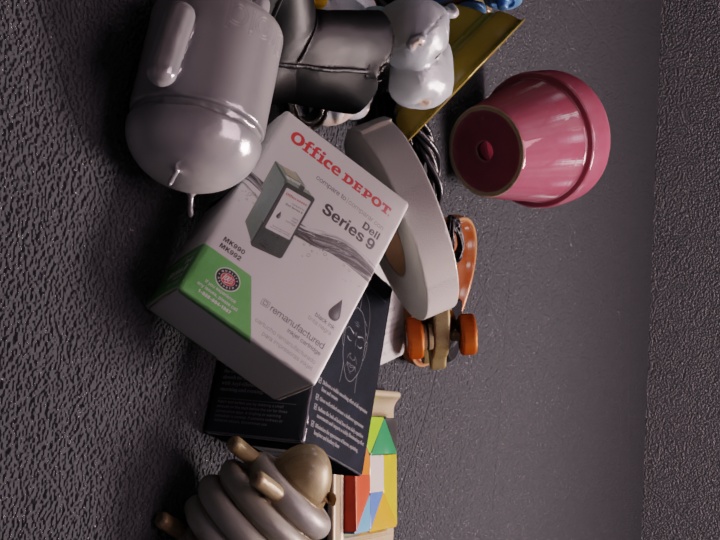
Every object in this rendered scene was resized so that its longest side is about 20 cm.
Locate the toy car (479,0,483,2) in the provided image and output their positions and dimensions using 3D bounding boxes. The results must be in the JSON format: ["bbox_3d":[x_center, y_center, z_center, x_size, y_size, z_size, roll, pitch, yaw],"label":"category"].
[{"bbox_3d":[0.165,-0.458,1.653,0.158,0.163,0.202,1,78,-67],"label":"toy car"}]

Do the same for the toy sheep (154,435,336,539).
[{"bbox_3d":[-0.102,0.231,1.105,0.200,0.138,0.138,-43,149,1],"label":"toy sheep"}]

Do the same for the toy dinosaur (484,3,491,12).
[{"bbox_3d":[0.111,-0.330,1.587,0.058,0.100,0.202,-28,121,-52],"label":"toy dinosaur"}]

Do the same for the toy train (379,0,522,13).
[{"bbox_3d":[0.105,-0.343,1.467,0.114,0.199,0.088,20,66,-45],"label":"toy train"}]

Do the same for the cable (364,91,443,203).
[{"bbox_3d":[0.053,-0.119,1.530,0.163,0.050,0.202,-39,127,-60],"label":"cable"}]

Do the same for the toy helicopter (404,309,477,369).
[{"bbox_3d":[0.084,0.056,1.482,0.200,0.078,0.133,95,-11,-70],"label":"toy helicopter"}]

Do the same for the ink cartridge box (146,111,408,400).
[{"bbox_3d":[-0.068,-0.014,1.090,0.146,0.084,0.201,36,62,-15],"label":"ink cartridge box"}]

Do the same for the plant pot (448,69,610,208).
[{"bbox_3d":[0.226,-0.179,1.778,0.178,0.199,0.202,-17,109,-49],"label":"plant pot"}]

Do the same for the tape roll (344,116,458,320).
[{"bbox_3d":[0.038,-0.051,1.231,0.203,0.037,0.204,158,-90,-80],"label":"tape roll"}]

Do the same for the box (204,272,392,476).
[{"bbox_3d":[-0.055,0.083,1.224,0.148,0.106,0.202,44,53,-59],"label":"box"}]

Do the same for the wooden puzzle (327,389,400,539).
[{"bbox_3d":[0.009,0.241,1.472,0.185,0.037,0.202,17,77,-66],"label":"wooden puzzle"}]

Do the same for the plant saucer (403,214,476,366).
[{"bbox_3d":[0.096,0.024,1.619,0.200,0.032,0.202,-47,146,-45],"label":"plant saucer"}]

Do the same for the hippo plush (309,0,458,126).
[{"bbox_3d":[0.028,-0.250,1.322,0.160,0.159,0.201,-58,142,-49],"label":"hippo plush"}]

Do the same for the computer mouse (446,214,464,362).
[{"bbox_3d":[0.106,0.024,1.572,0.059,0.034,0.202,-38,134,-58],"label":"computer mouse"}]

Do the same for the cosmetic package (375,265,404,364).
[{"bbox_3d":[0.000,0.000,1.390,0.102,0.073,0.202,-19,110,-66],"label":"cosmetic package"}]

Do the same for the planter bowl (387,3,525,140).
[{"bbox_3d":[0.090,-0.243,1.435,0.083,0.200,0.201,44,35,-3],"label":"planter bowl"}]

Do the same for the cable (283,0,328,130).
[{"bbox_3d":[-0.067,-0.217,1.228,0.097,0.050,0.201,-24,128,-29],"label":"cable"}]

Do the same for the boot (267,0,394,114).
[{"bbox_3d":[-0.041,-0.239,1.153,0.167,0.076,0.202,-8,123,-40],"label":"boot"}]

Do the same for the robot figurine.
[{"bbox_3d":[-0.128,-0.149,1.026,0.170,0.112,0.202,45,52,-62],"label":"robot figurine"}]
